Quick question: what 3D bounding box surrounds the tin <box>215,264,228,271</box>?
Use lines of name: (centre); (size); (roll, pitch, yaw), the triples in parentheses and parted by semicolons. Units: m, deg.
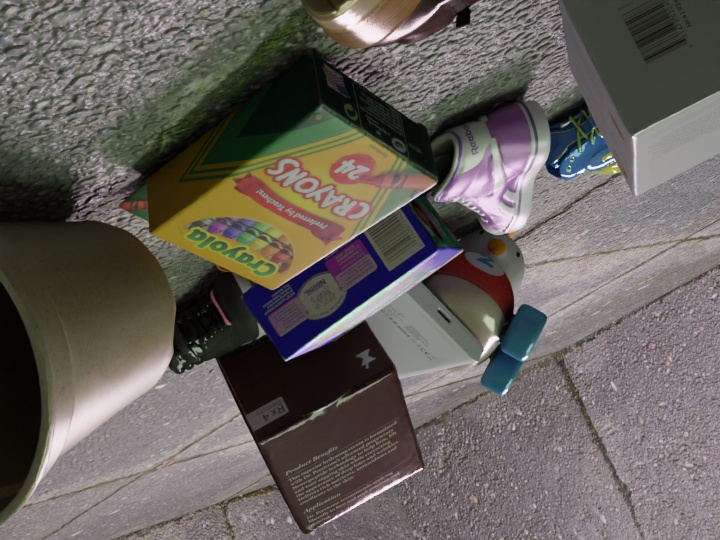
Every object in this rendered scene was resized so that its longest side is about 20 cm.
tin: (-0.052, -0.059, 0.913); (0.111, 0.042, 0.200); (-7, 158, -40)

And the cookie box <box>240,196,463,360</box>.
cookie box: (0.000, 0.000, 1.044); (0.170, 0.076, 0.200); (-36, 175, 10)

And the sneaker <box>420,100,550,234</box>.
sneaker: (0.101, -0.084, 1.033); (0.113, 0.073, 0.201); (-18, 156, -8)

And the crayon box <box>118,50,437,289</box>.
crayon box: (-0.060, -0.055, 0.790); (0.199, 0.051, 0.126); (-32, 142, 30)

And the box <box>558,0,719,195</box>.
box: (0.222, -0.150, 0.845); (0.097, 0.126, 0.200); (-26, 167, 9)

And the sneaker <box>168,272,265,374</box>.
sneaker: (-0.151, 0.055, 1.099); (0.098, 0.071, 0.200); (-25, 172, -20)

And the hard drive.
hard drive: (0.035, 0.072, 1.306); (0.199, 0.132, 0.026); (-19, -148, 54)

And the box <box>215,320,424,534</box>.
box: (-0.047, 0.149, 1.250); (0.164, 0.165, 0.201); (-26, 138, -9)

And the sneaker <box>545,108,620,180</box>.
sneaker: (0.234, -0.129, 1.063); (0.104, 0.077, 0.200); (-20, 167, -14)

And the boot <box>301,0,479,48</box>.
boot: (0.065, -0.189, 0.600); (0.199, 0.073, 0.166); (-31, 177, 21)

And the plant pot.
plant pot: (-0.224, 0.045, 0.735); (0.199, 0.202, 0.183); (-30, 177, 26)

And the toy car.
toy car: (0.144, 0.005, 1.335); (0.201, 0.183, 0.178); (-57, 171, -30)
